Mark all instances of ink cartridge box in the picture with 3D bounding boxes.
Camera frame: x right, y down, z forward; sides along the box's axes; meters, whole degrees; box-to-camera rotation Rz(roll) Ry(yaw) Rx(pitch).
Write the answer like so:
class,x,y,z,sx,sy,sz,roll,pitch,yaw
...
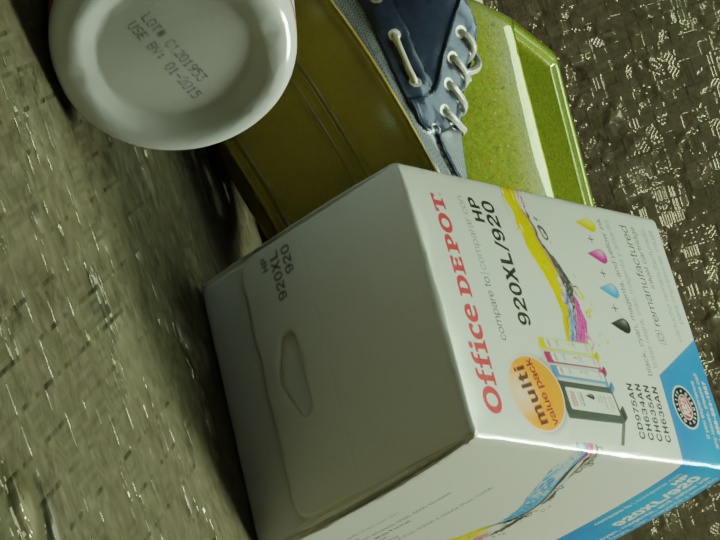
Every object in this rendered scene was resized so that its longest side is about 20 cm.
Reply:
class,x,y,z,sx,sy,sz,roll,pitch,yaw
ink cartridge box,0.051,0.054,1.401,0.200,0.145,0.147,10,56,-46

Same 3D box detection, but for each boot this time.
class,x,y,z,sx,sy,sz,roll,pitch,yaw
boot,0.039,-0.102,1.624,0.200,0.090,0.073,58,-6,7

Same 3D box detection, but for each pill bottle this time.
class,x,y,z,sx,sy,sz,roll,pitch,yaw
pill bottle,-0.087,-0.151,1.302,0.200,0.109,0.109,-98,167,-53

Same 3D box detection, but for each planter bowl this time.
class,x,y,z,sx,sy,sz,roll,pitch,yaw
planter bowl,-0.025,-0.060,1.525,0.200,0.083,0.200,58,-7,11

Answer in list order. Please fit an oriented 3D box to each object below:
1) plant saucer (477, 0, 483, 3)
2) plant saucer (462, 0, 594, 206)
class,x,y,z,sx,sy,sz,roll,pitch,yaw
plant saucer,0.027,-0.114,1.819,0.201,0.051,0.201,20,90,-74
plant saucer,0.100,-0.070,1.745,0.200,0.048,0.200,18,57,-74
